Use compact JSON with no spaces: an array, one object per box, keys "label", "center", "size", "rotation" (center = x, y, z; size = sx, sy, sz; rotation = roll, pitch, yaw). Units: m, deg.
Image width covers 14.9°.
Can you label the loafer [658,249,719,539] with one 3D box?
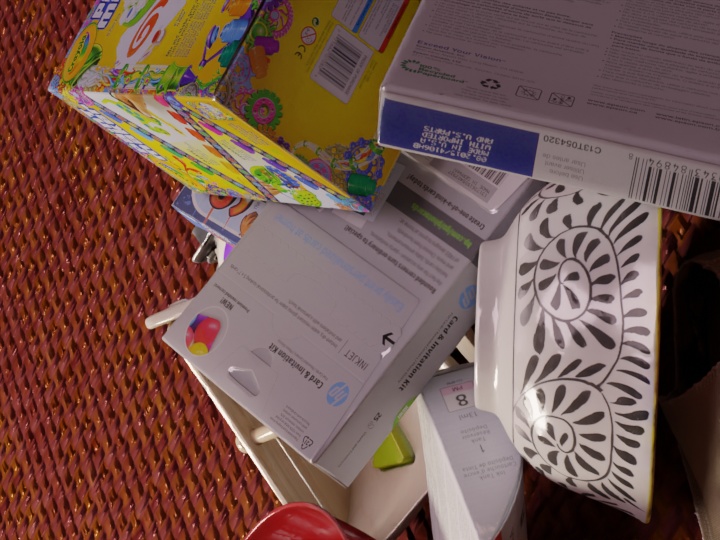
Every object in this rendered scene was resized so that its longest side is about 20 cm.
[{"label":"loafer","center":[0.188,0.079,1.400],"size":[0.076,0.068,0.201],"rotation":[-36,48,50]}]

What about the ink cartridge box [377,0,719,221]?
[{"label":"ink cartridge box","center":[0.125,-0.107,1.417],"size":[0.200,0.195,0.043],"rotation":[-65,-15,-55]}]

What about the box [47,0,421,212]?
[{"label":"box","center":[-0.044,-0.154,1.552],"size":[0.192,0.122,0.201],"rotation":[9,69,56]}]

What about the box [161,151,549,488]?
[{"label":"box","center":[0.000,0.000,1.535],"size":[0.200,0.041,0.156],"rotation":[-52,46,-3]}]

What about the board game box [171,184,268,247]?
[{"label":"board game box","center":[-0.005,-0.088,1.636],"size":[0.135,0.034,0.200],"rotation":[29,83,33]}]

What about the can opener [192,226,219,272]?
[{"label":"can opener","center":[-0.046,-0.060,1.817],"size":[0.067,0.053,0.200],"rotation":[50,129,17]}]

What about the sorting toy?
[{"label":"sorting toy","center":[0.003,0.064,1.679],"size":[0.180,0.200,0.107],"rotation":[-24,13,42]}]

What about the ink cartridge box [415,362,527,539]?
[{"label":"ink cartridge box","center":[0.081,0.175,1.496],"size":[0.163,0.057,0.200],"rotation":[83,167,-45]}]

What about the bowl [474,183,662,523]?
[{"label":"bowl","center":[0.107,0.030,1.439],"size":[0.201,0.094,0.202],"rotation":[2,-90,-87]}]

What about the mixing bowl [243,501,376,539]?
[{"label":"mixing bowl","center":[-0.007,0.244,1.638],"size":[0.200,0.108,0.201],"rotation":[-31,53,52]}]

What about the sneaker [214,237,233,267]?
[{"label":"sneaker","center":[-0.025,-0.026,1.730],"size":[0.200,0.069,0.100],"rotation":[-57,44,38]}]
